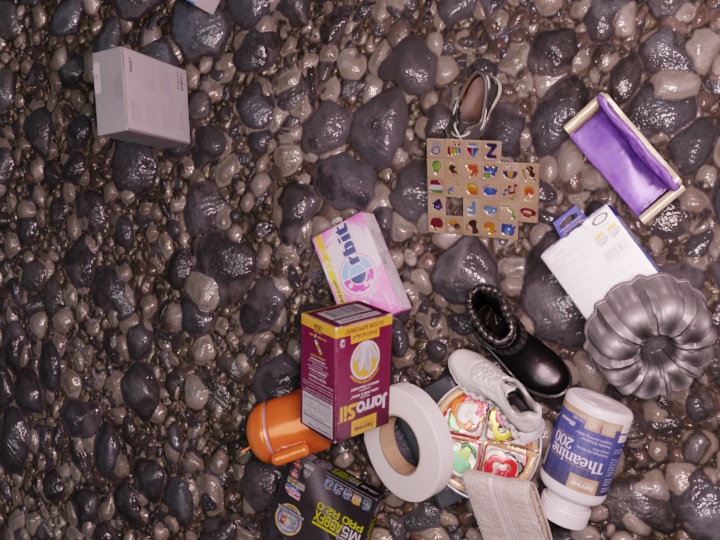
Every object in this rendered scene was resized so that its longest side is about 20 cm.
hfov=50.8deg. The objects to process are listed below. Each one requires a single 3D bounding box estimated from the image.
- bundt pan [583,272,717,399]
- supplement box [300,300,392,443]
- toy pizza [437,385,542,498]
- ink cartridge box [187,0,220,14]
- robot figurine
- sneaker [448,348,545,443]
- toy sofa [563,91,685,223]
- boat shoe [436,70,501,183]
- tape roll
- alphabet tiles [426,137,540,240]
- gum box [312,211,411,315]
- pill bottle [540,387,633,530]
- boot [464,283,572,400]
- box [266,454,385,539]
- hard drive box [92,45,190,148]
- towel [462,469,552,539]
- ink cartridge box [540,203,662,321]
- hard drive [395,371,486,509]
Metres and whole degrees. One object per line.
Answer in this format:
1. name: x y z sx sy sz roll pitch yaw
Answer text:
1. bundt pan: 0.442 0.111 1.140 0.196 0.076 0.206 0 117 0
2. supplement box: -0.025 0.168 1.293 0.102 0.129 0.205 17 112 46
3. toy pizza: 0.209 0.289 1.287 0.195 0.032 0.206 -1 84 12
4. ink cartridge box: -0.366 -0.636 1.497 0.198 0.147 0.146 36 104 18
5. robot figurine: -0.127 0.289 1.414 0.196 0.117 0.147 -17 67 9
6. sneaker: 0.226 0.191 1.252 0.075 0.082 0.199 -41 59 -17
7. toy sofa: 0.412 -0.176 1.190 0.083 0.097 0.202 -40 77 18
8. boat shoe: 0.176 -0.246 1.310 0.071 0.067 0.204 28 105 19
9. tape roll: 0.080 0.299 1.325 0.201 0.036 0.208 16 111 47
10. alphabet tiles: 0.208 -0.139 1.298 0.195 0.008 0.171 7 113 23
11. gum box: 0.000 0.000 1.389 0.112 0.066 0.204 -25 81 21
12. pill bottle: 0.353 0.302 1.214 0.109 0.111 0.205 19 100 22
13. boot: 0.253 0.119 1.222 0.210 0.158 0.080 38 81 19
14. box: -0.067 0.455 1.438 0.197 0.044 0.164 23 99 22
15. hard drive box: -0.428 -0.336 1.501 0.075 0.199 0.160 -4 88 22
16. towel: 0.246 0.415 1.242 0.130 0.034 0.203 -1 121 41
17. ink cartridge box: 0.385 -0.011 1.215 0.136 0.076 0.202 -39 78 19
18. hard drive: 0.153 0.300 1.345 0.138 0.033 0.203 -31 79 21
